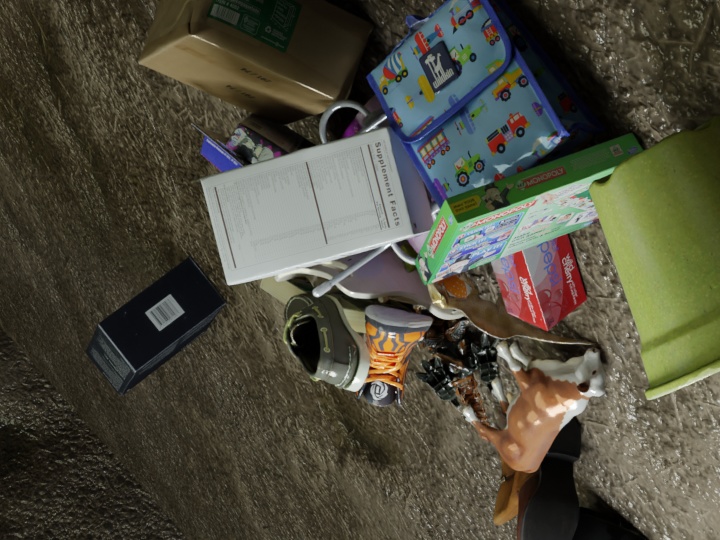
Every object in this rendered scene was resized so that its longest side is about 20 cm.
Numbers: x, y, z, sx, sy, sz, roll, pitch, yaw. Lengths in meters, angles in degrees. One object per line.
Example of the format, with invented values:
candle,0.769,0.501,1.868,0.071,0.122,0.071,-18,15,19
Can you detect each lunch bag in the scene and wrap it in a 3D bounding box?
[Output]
lunch bag,0.107,-0.166,1.450,0.150,0.094,0.201,-41,74,29

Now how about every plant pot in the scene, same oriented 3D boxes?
plant pot,0.287,-0.019,1.269,0.185,0.199,0.200,64,157,6

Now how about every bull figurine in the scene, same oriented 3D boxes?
bull figurine,0.196,0.144,1.717,0.121,0.065,0.201,45,132,22

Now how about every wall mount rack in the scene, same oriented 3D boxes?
wall mount rack,-0.006,-0.074,1.614,0.201,0.173,0.075,55,-162,3

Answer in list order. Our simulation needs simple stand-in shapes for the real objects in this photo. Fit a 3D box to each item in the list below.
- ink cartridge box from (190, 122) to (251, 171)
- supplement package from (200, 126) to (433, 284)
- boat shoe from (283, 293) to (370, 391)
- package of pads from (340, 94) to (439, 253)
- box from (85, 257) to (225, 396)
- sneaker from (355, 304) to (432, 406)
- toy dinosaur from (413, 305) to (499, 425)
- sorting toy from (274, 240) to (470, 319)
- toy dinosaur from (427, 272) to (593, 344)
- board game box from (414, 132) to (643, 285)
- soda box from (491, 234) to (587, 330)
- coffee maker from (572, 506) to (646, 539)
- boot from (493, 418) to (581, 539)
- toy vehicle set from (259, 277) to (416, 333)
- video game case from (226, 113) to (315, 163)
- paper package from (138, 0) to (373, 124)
ink cartridge box,-0.117,-0.113,1.764,0.095,0.037,0.200,40,-171,29
supplement package,-0.040,-0.065,1.532,0.109,0.199,0.115,-18,-86,-76
boat shoe,-0.051,0.073,1.744,0.202,0.060,0.073,46,120,60
package of pads,0.065,-0.099,1.690,0.200,0.076,0.121,51,153,7
box,-0.348,0.097,2.578,0.104,0.200,0.182,50,156,4
sneaker,0.036,0.101,1.743,0.077,0.113,0.200,12,177,6
toy dinosaur,0.120,0.104,1.872,0.200,0.102,0.136,45,-177,-12
sorting toy,0.000,0.000,1.770,0.199,0.179,0.108,11,107,38
toy dinosaur,0.152,0.051,1.695,0.199,0.058,0.101,20,-156,-11
board game box,0.156,-0.056,1.422,0.029,0.199,0.135,63,160,19
soda box,0.170,-0.040,1.587,0.070,0.063,0.201,25,143,50
coffee maker,0.251,0.398,1.872,0.135,0.191,0.201,-94,7,-47
boot,0.194,0.281,1.850,0.068,0.190,0.200,11,158,-14
toy vehicle set,-0.016,0.044,1.927,0.124,0.199,0.027,31,104,42
video game case,-0.063,-0.118,1.768,0.181,0.036,0.200,33,-170,-5
paper package,-0.118,-0.251,1.685,0.199,0.104,0.190,22,167,-24
